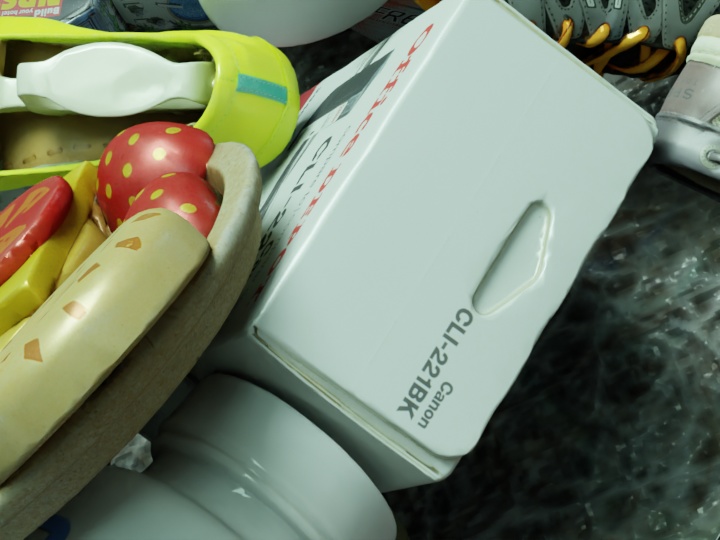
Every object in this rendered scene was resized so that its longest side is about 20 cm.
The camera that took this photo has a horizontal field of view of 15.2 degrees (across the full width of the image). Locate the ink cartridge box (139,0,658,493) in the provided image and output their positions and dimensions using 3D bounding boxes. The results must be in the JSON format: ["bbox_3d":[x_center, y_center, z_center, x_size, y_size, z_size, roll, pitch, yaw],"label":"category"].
[{"bbox_3d":[0.000,0.000,0.935,0.145,0.084,0.200,-57,12,-18],"label":"ink cartridge box"}]

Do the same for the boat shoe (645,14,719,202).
[{"bbox_3d":[0.184,-0.007,0.894,0.200,0.072,0.065,35,88,1],"label":"boat shoe"}]

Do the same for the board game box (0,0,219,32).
[{"bbox_3d":[-0.094,-0.148,1.151,0.199,0.062,0.201,-2,60,20],"label":"board game box"}]

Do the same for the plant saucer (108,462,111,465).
[{"bbox_3d":[-0.136,0.120,0.962,0.200,0.050,0.200,-53,11,15],"label":"plant saucer"}]

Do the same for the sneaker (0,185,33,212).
[{"bbox_3d":[-0.139,-0.032,1.058,0.080,0.074,0.201,-6,99,9],"label":"sneaker"}]

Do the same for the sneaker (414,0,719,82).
[{"bbox_3d":[0.071,-0.099,0.940,0.199,0.078,0.078,24,70,-7],"label":"sneaker"}]

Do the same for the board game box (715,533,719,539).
[{"bbox_3d":[0.140,0.158,0.851,0.199,0.062,0.200,-26,51,6],"label":"board game box"}]

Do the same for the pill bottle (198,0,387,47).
[{"bbox_3d":[-0.053,-0.186,1.039,0.119,0.120,0.201,-28,55,4],"label":"pill bottle"}]

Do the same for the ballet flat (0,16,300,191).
[{"bbox_3d":[-0.119,-0.061,0.959,0.199,0.067,0.067,-1,84,22],"label":"ballet flat"}]

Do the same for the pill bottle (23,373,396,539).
[{"bbox_3d":[-0.079,0.132,0.837,0.112,0.112,0.200,27,66,35],"label":"pill bottle"}]

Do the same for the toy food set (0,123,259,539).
[{"bbox_3d":[-0.111,0.028,0.853,0.198,0.049,0.200,-36,19,25],"label":"toy food set"}]

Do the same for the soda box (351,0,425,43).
[{"bbox_3d":[0.033,-0.188,1.095,0.063,0.068,0.201,-17,62,41],"label":"soda box"}]

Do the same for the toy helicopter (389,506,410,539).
[{"bbox_3d":[-0.044,0.160,0.934,0.132,0.079,0.201,5,52,34],"label":"toy helicopter"}]
